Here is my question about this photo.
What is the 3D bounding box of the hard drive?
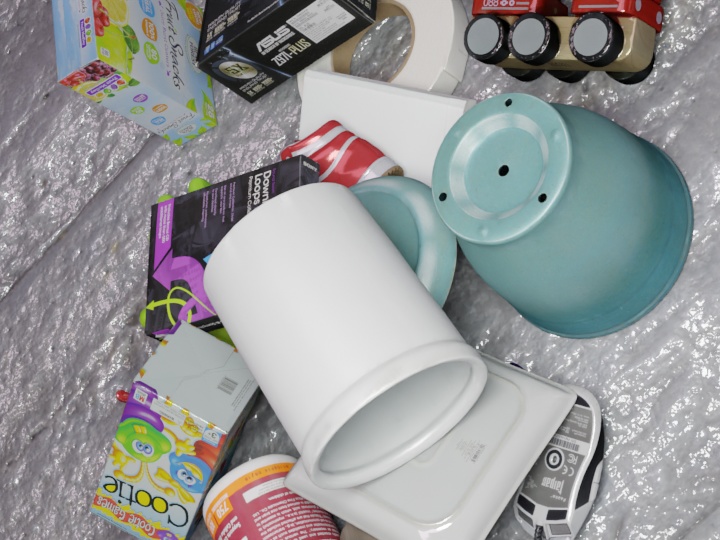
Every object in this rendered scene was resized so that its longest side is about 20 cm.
[{"bbox_3d":[0.022,-0.123,1.438,0.199,0.026,0.133,16,108,34],"label":"hard drive"}]

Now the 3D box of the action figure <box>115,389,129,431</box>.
[{"bbox_3d":[-0.178,0.134,1.513,0.199,0.052,0.066,-17,61,27],"label":"action figure"}]

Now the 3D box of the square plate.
[{"bbox_3d":[0.056,0.144,1.241,0.197,0.029,0.200,23,66,35],"label":"square plate"}]

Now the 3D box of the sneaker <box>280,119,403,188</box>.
[{"bbox_3d":[-0.048,-0.058,1.442,0.112,0.071,0.201,42,114,19],"label":"sneaker"}]

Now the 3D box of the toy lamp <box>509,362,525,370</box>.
[{"bbox_3d":[0.085,0.170,1.306,0.200,0.058,0.058,-47,53,12],"label":"toy lamp"}]

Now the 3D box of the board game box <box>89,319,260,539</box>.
[{"bbox_3d":[-0.179,0.167,1.388,0.103,0.105,0.201,27,129,4],"label":"board game box"}]

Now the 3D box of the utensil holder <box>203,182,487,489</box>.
[{"bbox_3d":[-0.017,0.051,1.182,0.170,0.170,0.201,-42,63,16],"label":"utensil holder"}]

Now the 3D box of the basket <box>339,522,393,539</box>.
[{"bbox_3d":[0.055,0.306,1.221,0.135,0.181,0.201,-22,52,7],"label":"basket"}]

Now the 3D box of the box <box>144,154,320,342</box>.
[{"bbox_3d":[-0.126,-0.020,1.384,0.199,0.036,0.144,-16,63,32],"label":"box"}]

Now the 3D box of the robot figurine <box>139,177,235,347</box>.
[{"bbox_3d":[-0.158,0.005,1.499,0.175,0.116,0.201,-26,60,16],"label":"robot figurine"}]

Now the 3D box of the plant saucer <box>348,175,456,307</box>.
[{"bbox_3d":[0.000,0.000,1.316,0.199,0.027,0.202,-18,59,33],"label":"plant saucer"}]

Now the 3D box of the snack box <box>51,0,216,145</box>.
[{"bbox_3d":[-0.256,-0.257,1.609,0.067,0.200,0.170,-23,62,26],"label":"snack box"}]

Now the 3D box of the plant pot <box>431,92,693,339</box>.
[{"bbox_3d":[0.165,-0.060,1.248,0.199,0.188,0.202,-12,67,31],"label":"plant pot"}]

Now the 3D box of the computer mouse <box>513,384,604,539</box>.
[{"bbox_3d":[0.174,0.201,1.243,0.109,0.044,0.201,15,88,42],"label":"computer mouse"}]

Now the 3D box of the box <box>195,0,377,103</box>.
[{"bbox_3d":[-0.076,-0.302,1.527,0.199,0.086,0.165,-26,46,39],"label":"box"}]

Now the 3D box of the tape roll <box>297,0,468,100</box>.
[{"bbox_3d":[0.022,-0.231,1.507,0.202,0.037,0.204,-13,66,32],"label":"tape roll"}]

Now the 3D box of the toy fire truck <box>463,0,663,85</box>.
[{"bbox_3d":[0.208,-0.284,1.356,0.175,0.128,0.202,7,88,36],"label":"toy fire truck"}]

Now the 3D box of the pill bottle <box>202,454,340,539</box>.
[{"bbox_3d":[-0.063,0.282,1.335,0.113,0.113,0.201,-43,54,15],"label":"pill bottle"}]
